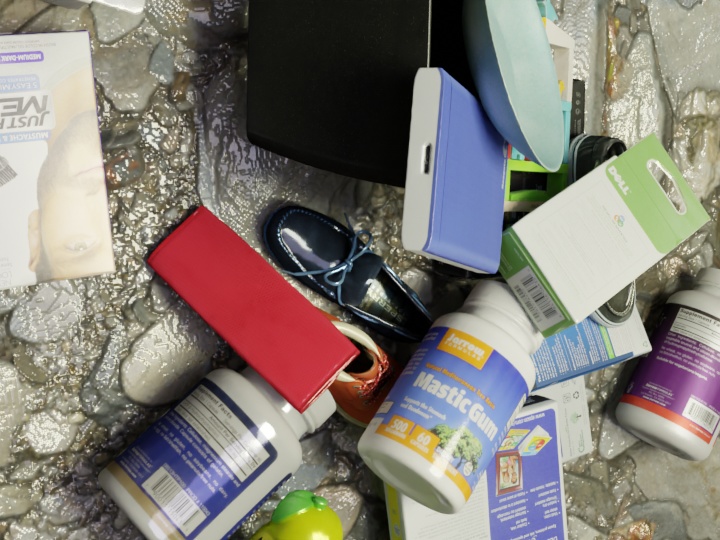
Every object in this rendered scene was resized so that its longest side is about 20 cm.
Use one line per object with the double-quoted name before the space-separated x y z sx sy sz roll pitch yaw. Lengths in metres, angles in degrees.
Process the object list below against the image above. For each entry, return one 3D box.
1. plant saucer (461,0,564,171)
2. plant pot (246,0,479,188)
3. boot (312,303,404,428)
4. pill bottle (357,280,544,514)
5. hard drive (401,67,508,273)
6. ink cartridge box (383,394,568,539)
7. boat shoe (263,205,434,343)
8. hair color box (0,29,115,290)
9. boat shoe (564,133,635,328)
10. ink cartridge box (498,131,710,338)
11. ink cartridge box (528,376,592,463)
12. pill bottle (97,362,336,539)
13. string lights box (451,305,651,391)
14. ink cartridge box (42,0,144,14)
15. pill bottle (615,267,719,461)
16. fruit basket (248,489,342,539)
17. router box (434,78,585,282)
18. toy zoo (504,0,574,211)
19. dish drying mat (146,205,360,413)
"plant saucer" 0.122 -0.176 0.922 0.201 0.038 0.203 43 40 -51
"plant pot" 0.008 -0.176 0.958 0.199 0.175 0.203 -14 108 -68
"boot" 0.003 0.102 1.052 0.199 0.107 0.075 37 77 -27
"pill bottle" 0.093 0.111 1.020 0.112 0.112 0.201 44 67 -24
"hard drive" 0.081 -0.072 0.889 0.200 0.025 0.134 13 81 -68
"ink cartridge box" 0.120 0.246 1.121 0.196 0.047 0.202 -11 102 -28
"boat shoe" 0.000 0.000 1.058 0.199 0.068 0.085 31 81 -27
"hair color box" -0.271 -0.092 0.911 0.108 0.065 0.202 -10 102 -27
"boat shoe" 0.246 -0.037 1.108 0.071 0.071 0.202 -19 102 -23
"ink cartridge box" 0.222 -0.035 1.030 0.199 0.059 0.104 -33 87 -27
"ink cartridge box" 0.155 0.172 1.176 0.198 0.039 0.101 -14 102 -27
"pill bottle" -0.122 0.159 0.985 0.200 0.119 0.120 -42 112 -17
"string lights box" 0.197 0.066 1.156 0.198 0.059 0.104 -14 79 -25
"ink cartridge box" -0.267 -0.283 0.887 0.198 0.068 0.117 12 90 -28
"pill bottle" 0.374 0.103 1.240 0.112 0.112 0.201 32 81 -26
"fruit basket" -0.074 0.302 0.978 0.154 0.215 0.218 -25 107 -22
"router box" 0.152 -0.095 1.129 0.148 0.062 0.203 -4 98 -29
"toy zoo" 0.164 -0.157 1.051 0.131 0.020 0.203 -5 98 -53
"dish drying mat" -0.096 0.032 0.975 0.200 0.018 0.077 42 74 14
